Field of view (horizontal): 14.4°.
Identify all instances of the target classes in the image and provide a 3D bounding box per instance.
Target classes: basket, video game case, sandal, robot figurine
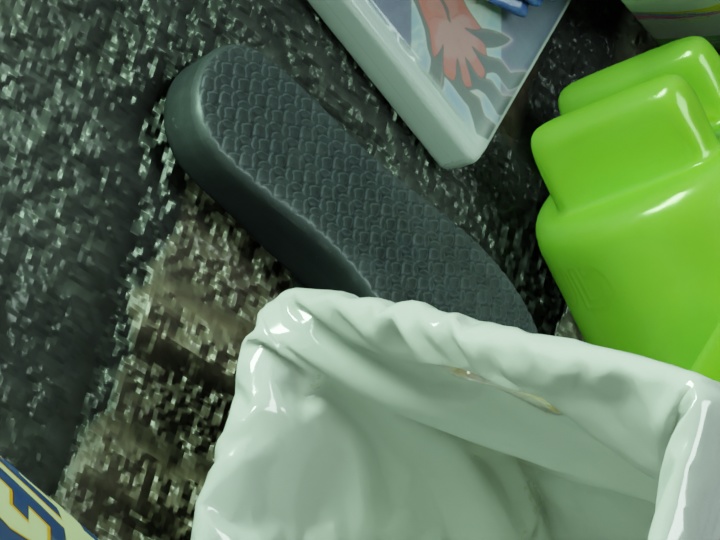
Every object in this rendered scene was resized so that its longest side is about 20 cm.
[{"bbox_3d":[0.055,0.128,0.921,0.161,0.198,0.200,23,81,-44],"label":"basket"},{"bbox_3d":[0.018,-0.171,1.115,0.200,0.023,0.182,50,49,-24],"label":"video game case"},{"bbox_3d":[0.000,-0.001,1.044,0.200,0.043,0.076,48,41,-15],"label":"sandal"},{"bbox_3d":[0.145,0.011,1.128,0.200,0.116,0.175,62,27,-14],"label":"robot figurine"}]

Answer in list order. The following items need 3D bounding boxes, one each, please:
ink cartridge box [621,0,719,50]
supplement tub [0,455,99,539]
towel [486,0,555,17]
[{"bbox_3d":[0.134,-0.164,1.132,0.200,0.067,0.117,24,63,-72],"label":"ink cartridge box"},{"bbox_3d":[-0.136,0.117,0.793,0.200,0.145,0.145,44,51,-29],"label":"supplement tub"},{"bbox_3d":[0.012,-0.199,1.085,0.200,0.024,0.145,28,59,-37],"label":"towel"}]
